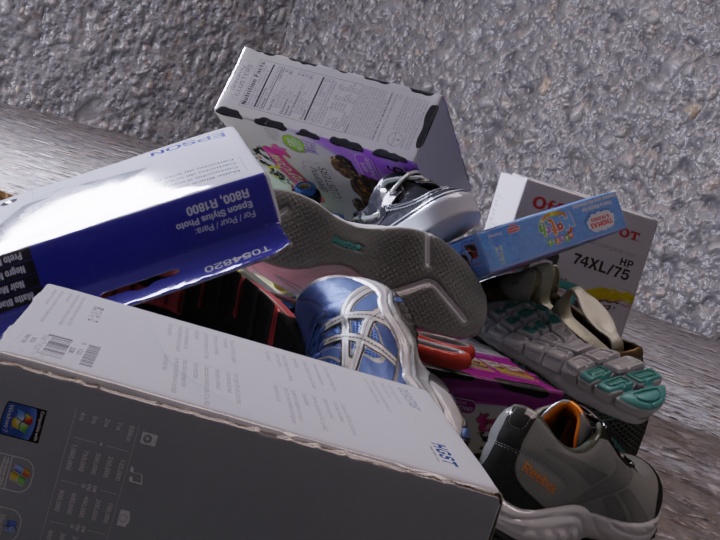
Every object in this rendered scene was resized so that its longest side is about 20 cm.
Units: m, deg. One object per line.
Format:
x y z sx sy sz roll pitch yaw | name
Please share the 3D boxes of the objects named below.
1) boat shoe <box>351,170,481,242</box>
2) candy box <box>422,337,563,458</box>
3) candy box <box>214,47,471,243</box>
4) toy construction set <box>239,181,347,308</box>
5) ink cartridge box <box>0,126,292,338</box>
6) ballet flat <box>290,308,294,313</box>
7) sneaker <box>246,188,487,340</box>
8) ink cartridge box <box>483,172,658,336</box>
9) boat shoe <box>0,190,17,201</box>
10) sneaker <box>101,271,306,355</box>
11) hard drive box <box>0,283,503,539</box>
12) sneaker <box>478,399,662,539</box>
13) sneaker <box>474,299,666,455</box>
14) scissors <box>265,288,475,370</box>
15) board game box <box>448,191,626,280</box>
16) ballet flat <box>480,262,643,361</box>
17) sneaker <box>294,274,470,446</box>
0.037 -0.048 0.942 0.071 0.069 0.200 -15 -5 -16 | boat shoe
0.043 0.078 0.871 0.134 0.062 0.200 13 8 -21 | candy box
-0.012 -0.108 1.058 0.197 0.072 0.168 17 -19 22 | candy box
-0.079 -0.028 1.013 0.129 0.093 0.201 -15 50 -22 | toy construction set
-0.156 -0.031 0.769 0.196 0.041 0.200 -19 23 -9 | ink cartridge box
-0.095 -0.002 1.190 0.198 0.069 0.067 25 -1 39 | ballet flat
0.000 0.000 0.864 0.197 0.071 0.080 22 -20 -5 | sneaker
0.194 0.016 1.207 0.144 0.203 0.146 16 6 -4 | ink cartridge box
-0.274 -0.023 0.890 0.197 0.072 0.069 4 -14 -36 | boat shoe
-0.117 0.024 0.840 0.197 0.075 0.087 20 5 19 | sneaker
-0.057 0.079 0.496 0.197 0.078 0.156 16 6 -9 | hard drive box
0.134 0.119 0.695 0.073 0.081 0.199 19 4 36 | sneaker
0.148 0.092 0.928 0.077 0.093 0.199 -12 30 -34 | sneaker
-0.010 0.034 0.805 0.197 0.014 0.073 17 9 21 | scissors
0.100 -0.010 0.969 0.149 0.037 0.199 -17 -4 -32 | board game box
0.167 0.040 0.991 0.067 0.073 0.200 -14 38 -32 | ballet flat
-0.005 0.061 0.708 0.076 0.077 0.200 6 24 -27 | sneaker
